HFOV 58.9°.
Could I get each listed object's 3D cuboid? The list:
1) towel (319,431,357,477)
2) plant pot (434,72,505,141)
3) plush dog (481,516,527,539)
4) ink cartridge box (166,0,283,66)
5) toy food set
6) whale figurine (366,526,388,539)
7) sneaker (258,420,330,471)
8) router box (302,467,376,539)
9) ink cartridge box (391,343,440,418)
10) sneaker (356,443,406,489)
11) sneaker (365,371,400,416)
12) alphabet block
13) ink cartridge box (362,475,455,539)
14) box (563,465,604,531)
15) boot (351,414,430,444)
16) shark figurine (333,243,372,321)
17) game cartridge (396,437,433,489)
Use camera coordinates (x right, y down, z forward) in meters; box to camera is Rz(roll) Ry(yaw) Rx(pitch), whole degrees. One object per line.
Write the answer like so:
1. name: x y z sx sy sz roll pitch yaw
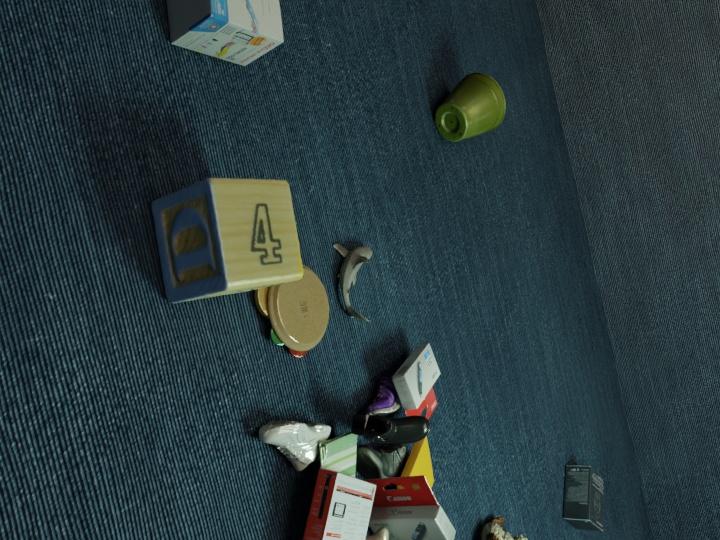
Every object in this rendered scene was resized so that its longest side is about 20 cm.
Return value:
1. towel: -0.054 0.472 1.416 0.151 0.023 0.206 5 88 -61
2. plant pot: 0.348 -0.525 2.115 0.192 0.198 0.204 -36 109 -36
3. plush dog: 0.419 0.837 1.907 0.175 0.158 0.200 62 11 2
4. ink cartridge box: -0.282 -0.543 1.332 0.198 0.145 0.149 -2 82 -51
5. toy food set: -0.143 0.086 1.428 0.199 0.048 0.202 -35 109 -50
6. whale figurine: 0.063 0.698 1.490 0.204 0.156 0.104 64 -4 -1
7. sneaker: -0.135 0.370 1.345 0.198 0.077 0.102 20 69 -47
8. router box: -0.044 0.535 1.367 0.200 0.048 0.184 44 55 -54
9. ink cartridge box: 0.161 0.313 1.665 0.200 0.044 0.180 -36 108 -60
10. sneaker: 0.051 0.457 1.560 0.200 0.075 0.116 50 44 -35
11. sneaker: 0.060 0.318 1.623 0.085 0.080 0.199 61 29 1
12. alphabet block: -0.251 -0.057 1.213 0.198 0.192 0.202 -8 89 -52
13. ink cartridge box: 0.097 0.561 1.475 0.179 0.197 0.045 61 36 -19
14. box: 0.861 0.877 2.454 0.148 0.105 0.204 41 50 -38
15. boot: 0.074 0.363 1.484 0.201 0.161 0.067 60 19 -65
16. shark figurine: -0.011 0.010 1.586 0.128 0.088 0.219 37 52 -39
17. game cartridge: 0.138 0.548 1.623 0.177 0.032 0.203 -57 145 -43
